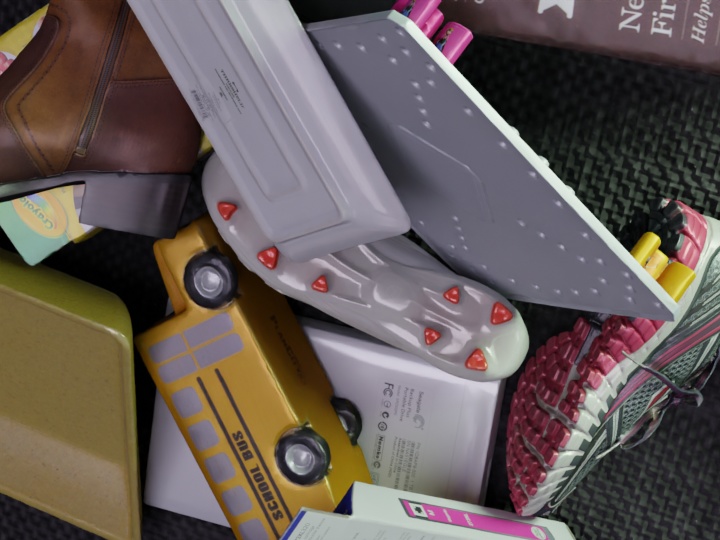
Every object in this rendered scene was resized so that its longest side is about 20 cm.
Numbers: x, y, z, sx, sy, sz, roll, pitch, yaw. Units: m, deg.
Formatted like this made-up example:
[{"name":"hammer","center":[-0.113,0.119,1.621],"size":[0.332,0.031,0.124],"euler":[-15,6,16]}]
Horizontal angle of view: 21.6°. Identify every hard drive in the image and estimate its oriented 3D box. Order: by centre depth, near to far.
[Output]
[{"name":"hard drive","center":[-0.023,0.096,1.083],"size":[0.199,0.027,0.133],"euler":[13,107,14]}]

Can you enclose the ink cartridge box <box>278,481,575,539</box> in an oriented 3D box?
[{"name":"ink cartridge box","center":[0.021,0.165,1.010],"size":[0.095,0.199,0.037],"euler":[-56,41,24]}]

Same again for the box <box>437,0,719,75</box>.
[{"name":"box","center":[0.142,-0.189,0.884],"size":[0.199,0.164,0.167],"euler":[11,107,15]}]

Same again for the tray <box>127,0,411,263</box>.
[{"name":"tray","center":[-0.059,-0.092,0.912],"size":[0.107,0.022,0.201],"euler":[-14,109,54]}]

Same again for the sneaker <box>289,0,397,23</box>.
[{"name":"sneaker","center":[0.021,-0.211,0.978],"size":[0.106,0.075,0.201],"euler":[33,90,-36]}]

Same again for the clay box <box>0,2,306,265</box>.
[{"name":"clay box","center":[-0.126,-0.103,1.023],"size":[0.199,0.048,0.115],"euler":[-34,92,3]}]

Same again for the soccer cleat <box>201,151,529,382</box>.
[{"name":"soccer cleat","center":[0.000,0.000,1.016],"size":[0.199,0.078,0.070],"euler":[33,85,4]}]

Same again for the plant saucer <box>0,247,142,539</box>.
[{"name":"plant saucer","center":[-0.205,0.052,1.082],"size":[0.199,0.049,0.201],"euler":[21,140,14]}]

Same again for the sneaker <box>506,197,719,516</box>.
[{"name":"sneaker","center":[0.142,0.059,0.997],"size":[0.074,0.081,0.200],"euler":[22,121,-20]}]

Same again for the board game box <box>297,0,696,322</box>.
[{"name":"board game box","center":[0.046,-0.056,0.919],"size":[0.200,0.200,0.026],"euler":[45,76,-20]}]

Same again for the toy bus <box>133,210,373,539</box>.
[{"name":"toy bus","center":[-0.060,0.068,1.039],"size":[0.078,0.065,0.201],"euler":[-25,95,23]}]

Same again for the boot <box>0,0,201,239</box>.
[{"name":"boot","center":[-0.163,-0.130,0.965],"size":[0.187,0.068,0.202],"euler":[10,93,1]}]
